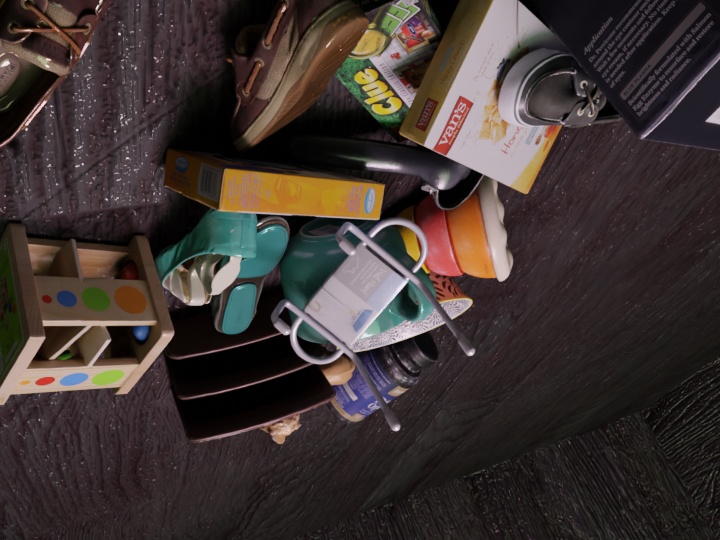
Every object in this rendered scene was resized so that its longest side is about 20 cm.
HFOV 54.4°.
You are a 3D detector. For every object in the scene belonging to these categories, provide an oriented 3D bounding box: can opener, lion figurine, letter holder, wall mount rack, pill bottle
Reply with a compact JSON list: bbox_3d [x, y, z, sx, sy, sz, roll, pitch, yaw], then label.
[{"bbox_3d":[0.023,-0.119,0.713,0.197,0.080,0.063,1,-174,-8],"label":"can opener"},{"bbox_3d":[-0.071,0.157,0.999,0.199,0.122,0.073,-34,115,-23],"label":"lion figurine"},{"bbox_3d":[-0.144,0.122,0.907,0.198,0.142,0.102,-14,121,-20],"label":"letter holder"},{"bbox_3d":[0.012,0.054,0.708,0.200,0.173,0.075,-49,-173,23],"label":"wall mount rack"},{"bbox_3d":[0.032,0.169,1.202,0.199,0.113,0.111,-36,151,23],"label":"pill bottle"}]

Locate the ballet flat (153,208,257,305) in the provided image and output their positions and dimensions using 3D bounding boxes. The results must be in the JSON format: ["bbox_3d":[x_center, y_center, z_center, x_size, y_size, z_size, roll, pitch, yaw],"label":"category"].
[{"bbox_3d":[-0.167,-0.003,0.726,0.067,0.071,0.199,8,155,-34],"label":"ballet flat"}]

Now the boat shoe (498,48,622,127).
[{"bbox_3d":[0.206,-0.168,0.657,0.199,0.056,0.069,-17,125,-41],"label":"boat shoe"}]

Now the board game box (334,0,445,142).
[{"bbox_3d":[0.040,-0.185,0.650,0.104,0.024,0.200,-14,158,24],"label":"board game box"}]

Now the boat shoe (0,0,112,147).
[{"bbox_3d":[-0.207,-0.159,0.464,0.199,0.073,0.072,-38,150,24],"label":"boat shoe"}]

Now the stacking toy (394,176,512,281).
[{"bbox_3d":[0.085,-0.044,0.890,0.197,0.148,0.146,-11,156,13],"label":"stacking toy"}]

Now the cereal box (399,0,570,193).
[{"bbox_3d":[0.134,-0.163,0.662,0.199,0.039,0.145,10,110,-51],"label":"cereal box"}]

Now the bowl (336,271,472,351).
[{"bbox_3d":[0.047,0.037,0.982,0.198,0.095,0.201,-18,164,-5],"label":"bowl"}]

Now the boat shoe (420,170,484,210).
[{"bbox_3d":[0.133,-0.153,0.765,0.073,0.064,0.202,4,136,-33],"label":"boat shoe"}]

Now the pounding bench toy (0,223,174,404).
[{"bbox_3d":[-0.304,0.067,0.728,0.155,0.125,0.200,4,141,-44],"label":"pounding bench toy"}]

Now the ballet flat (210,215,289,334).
[{"bbox_3d":[-0.137,-0.006,0.808,0.067,0.064,0.201,-3,140,-30],"label":"ballet flat"}]

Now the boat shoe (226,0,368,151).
[{"bbox_3d":[-0.068,-0.167,0.566,0.072,0.072,0.200,-41,-176,-30],"label":"boat shoe"}]

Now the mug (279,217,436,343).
[{"bbox_3d":[-0.003,-0.003,0.812,0.183,0.116,0.152,-8,-160,13],"label":"mug"}]

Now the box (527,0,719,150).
[{"bbox_3d":[0.286,-0.218,0.626,0.195,0.201,0.118,-1,143,-37],"label":"box"}]

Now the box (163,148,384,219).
[{"bbox_3d":[-0.072,-0.081,0.671,0.198,0.119,0.042,-3,107,-39],"label":"box"}]
